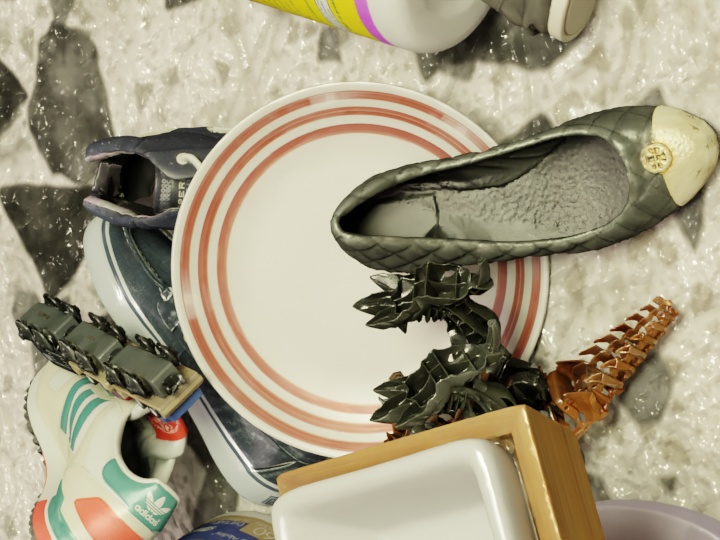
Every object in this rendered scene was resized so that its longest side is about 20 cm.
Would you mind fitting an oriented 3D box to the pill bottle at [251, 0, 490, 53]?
[{"bbox_3d":[-0.026,-0.185,1.220,0.199,0.104,0.105,21,108,36],"label":"pill bottle"}]

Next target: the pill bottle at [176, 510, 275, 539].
[{"bbox_3d":[-0.101,0.211,1.261,0.110,0.200,0.112,8,107,27],"label":"pill bottle"}]

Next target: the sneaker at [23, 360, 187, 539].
[{"bbox_3d":[-0.137,0.098,1.340,0.093,0.070,0.200,-36,28,14],"label":"sneaker"}]

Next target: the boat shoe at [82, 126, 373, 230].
[{"bbox_3d":[-0.062,-0.039,1.274,0.199,0.092,0.075,6,99,38],"label":"boat shoe"}]

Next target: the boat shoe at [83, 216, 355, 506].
[{"bbox_3d":[-0.072,0.027,1.314,0.091,0.071,0.201,-45,73,30],"label":"boat shoe"}]

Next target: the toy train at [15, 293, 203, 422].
[{"bbox_3d":[-0.139,0.051,1.299,0.046,0.034,0.200,55,162,-25],"label":"toy train"}]

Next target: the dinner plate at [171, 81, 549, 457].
[{"bbox_3d":[0.000,0.000,1.228,0.199,0.024,0.202,2,101,8],"label":"dinner plate"}]

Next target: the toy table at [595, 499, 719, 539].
[{"bbox_3d":[0.098,0.185,1.157,0.199,0.117,0.185,-27,79,39],"label":"toy table"}]

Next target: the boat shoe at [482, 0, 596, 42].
[{"bbox_3d":[0.104,-0.210,1.131,0.057,0.067,0.201,23,113,18],"label":"boat shoe"}]

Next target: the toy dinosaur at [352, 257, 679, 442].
[{"bbox_3d":[0.063,0.065,1.185,0.200,0.136,0.102,-43,36,-1],"label":"toy dinosaur"}]

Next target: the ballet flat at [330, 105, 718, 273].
[{"bbox_3d":[0.081,-0.035,1.157,0.199,0.057,0.067,-15,89,18],"label":"ballet flat"}]

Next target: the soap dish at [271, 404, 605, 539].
[{"bbox_3d":[0.052,0.172,1.065,0.157,0.081,0.201,-20,82,41],"label":"soap dish"}]
